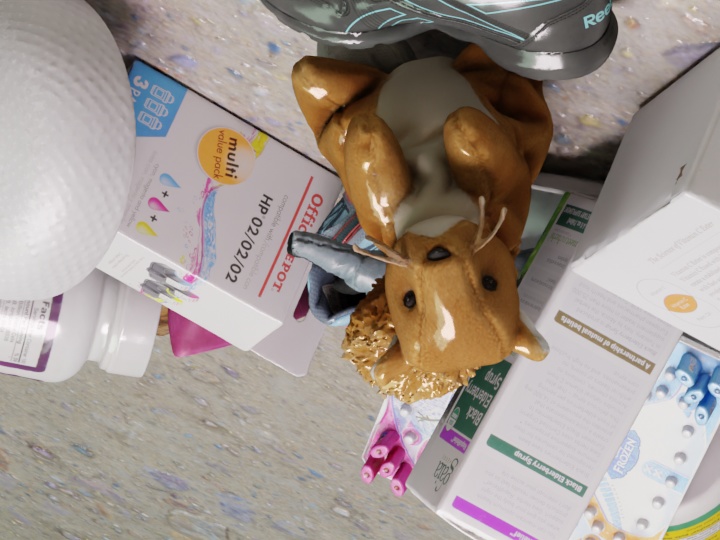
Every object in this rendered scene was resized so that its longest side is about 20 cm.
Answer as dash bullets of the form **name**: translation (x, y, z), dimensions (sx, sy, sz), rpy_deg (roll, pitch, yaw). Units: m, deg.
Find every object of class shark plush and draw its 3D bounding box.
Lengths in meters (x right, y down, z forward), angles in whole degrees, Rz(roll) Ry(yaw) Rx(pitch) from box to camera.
- **shark plush**: translation (0.057, -0.001, 1.656), dimensions (0.200, 0.091, 0.083), rpy_deg (18, 119, -2)

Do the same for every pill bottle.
- **pill bottle**: translation (-0.233, 0.012, 1.850), dimensions (0.200, 0.112, 0.112), rpy_deg (11, 160, -11)
- **pill bottle**: translation (0.214, 0.156, 1.903), dimensions (0.113, 0.113, 0.200), rpy_deg (16, 157, 21)

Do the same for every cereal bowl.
- **cereal bowl**: translation (-0.230, -0.079, 1.710), dimensions (0.083, 0.200, 0.200), rpy_deg (-2, -179, -44)

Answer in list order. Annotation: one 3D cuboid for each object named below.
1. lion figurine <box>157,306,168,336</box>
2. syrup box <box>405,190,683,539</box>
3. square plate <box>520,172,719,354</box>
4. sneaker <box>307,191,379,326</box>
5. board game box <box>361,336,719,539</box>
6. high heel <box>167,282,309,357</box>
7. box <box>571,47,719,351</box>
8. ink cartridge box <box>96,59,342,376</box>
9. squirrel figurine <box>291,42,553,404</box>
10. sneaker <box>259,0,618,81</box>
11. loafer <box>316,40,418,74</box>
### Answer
- **lion figurine**: translation (-0.127, -0.004, 1.950), dimensions (0.122, 0.073, 0.200), rpy_deg (34, 153, -30)
- **syrup box**: translation (0.112, 0.062, 1.592), dimensions (0.081, 0.200, 0.079), rpy_deg (30, 180, -14)
- **square plate**: translation (0.174, -0.003, 1.702), dimensions (0.198, 0.028, 0.200), rpy_deg (10, 154, 33)
- **sneaker**: translation (0.000, 0.000, 1.780), dimensions (0.079, 0.096, 0.200), rpy_deg (42, 160, 21)
- **board game box**: translation (0.114, 0.098, 1.773), dimensions (0.200, 0.026, 0.200), rpy_deg (25, 126, 6)
- **high heel**: translation (-0.039, 0.036, 1.876), dimensions (0.200, 0.096, 0.067), rpy_deg (22, 163, -37)
- **box**: translation (0.241, -0.018, 1.495), dimensions (0.200, 0.106, 0.152), rpy_deg (29, 158, -10)
- **ink cartridge box**: translation (-0.090, -0.031, 1.792), dimensions (0.200, 0.115, 0.068), rpy_deg (30, 153, -13)
- **squirrel figurine**: translation (0.049, -0.009, 1.516), dimensions (0.141, 0.187, 0.200), rpy_deg (-9, 141, -2)
- **sneaker**: translation (0.037, -0.159, 1.460), dimensions (0.200, 0.075, 0.079), rpy_deg (10, 145, 12)
- **loafer**: translation (0.022, -0.081, 1.628), dimensions (0.070, 0.070, 0.200), rpy_deg (-19, 138, 2)
